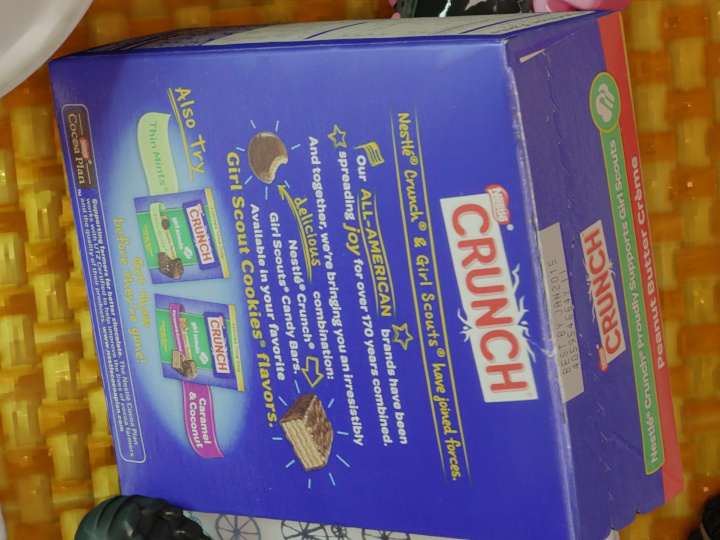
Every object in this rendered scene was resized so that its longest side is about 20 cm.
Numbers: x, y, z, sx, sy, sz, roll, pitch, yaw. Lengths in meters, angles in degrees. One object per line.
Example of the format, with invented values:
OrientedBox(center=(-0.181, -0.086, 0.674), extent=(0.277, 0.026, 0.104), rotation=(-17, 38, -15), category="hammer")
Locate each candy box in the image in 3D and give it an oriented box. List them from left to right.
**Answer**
OrientedBox(center=(0.000, 0.000, 0.848), extent=(0.077, 0.200, 0.169), rotation=(-23, 109, -48), category="candy box")

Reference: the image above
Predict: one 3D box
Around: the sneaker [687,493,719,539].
OrientedBox(center=(0.220, 0.096, 0.964), extent=(0.200, 0.078, 0.086), rotation=(-29, 108, -3), category="sneaker")

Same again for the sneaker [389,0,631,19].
OrientedBox(center=(0.040, -0.096, 0.906), extent=(0.095, 0.079, 0.200), rotation=(34, 100, 14), category="sneaker")

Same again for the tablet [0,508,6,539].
OrientedBox(center=(-0.188, 0.172, 0.942), extent=(0.130, 0.014, 0.200), rotation=(-9, 103, -8), category="tablet")

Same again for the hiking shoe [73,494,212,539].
OrientedBox(center=(-0.087, 0.172, 0.906), extent=(0.087, 0.074, 0.200), rotation=(3, 116, 27), category="hiking shoe")

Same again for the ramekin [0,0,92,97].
OrientedBox(center=(-0.164, -0.131, 0.796), extent=(0.202, 0.094, 0.203), rotation=(-21, 133, -24), category="ramekin")

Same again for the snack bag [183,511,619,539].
OrientedBox(center=(0.017, 0.171, 0.917), extent=(0.188, 0.021, 0.200), rotation=(-2, 112, 25), category="snack bag")
